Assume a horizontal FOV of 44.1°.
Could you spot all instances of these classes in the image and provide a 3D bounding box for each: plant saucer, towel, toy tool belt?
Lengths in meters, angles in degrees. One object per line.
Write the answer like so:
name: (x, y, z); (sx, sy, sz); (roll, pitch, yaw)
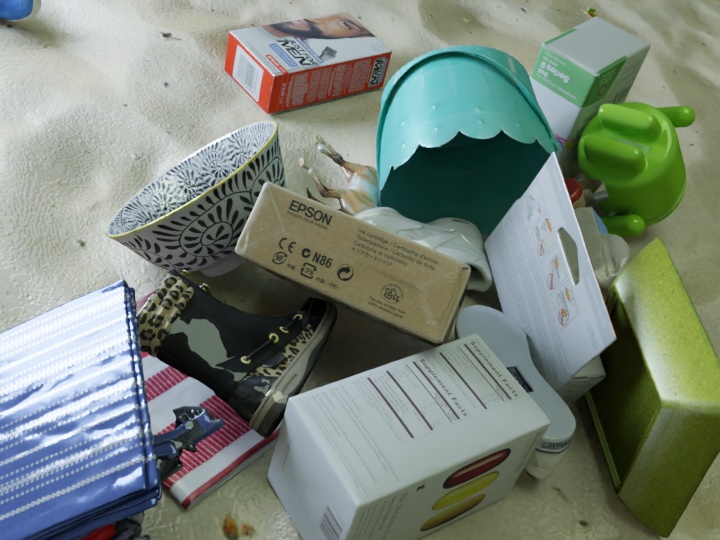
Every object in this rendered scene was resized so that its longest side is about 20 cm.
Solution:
plant saucer: (0.254, 0.108, 0.813); (0.047, 0.201, 0.201); (-1, 45, -6)
towel: (-0.166, 0.103, 0.796); (0.200, 0.023, 0.144); (40, 47, 21)
towel: (-0.219, 0.107, 0.649); (0.144, 0.024, 0.201); (-23, 48, 2)
toy tool belt: (0.250, 0.000, 1.001); (0.124, 0.123, 0.201); (-17, 36, 14)

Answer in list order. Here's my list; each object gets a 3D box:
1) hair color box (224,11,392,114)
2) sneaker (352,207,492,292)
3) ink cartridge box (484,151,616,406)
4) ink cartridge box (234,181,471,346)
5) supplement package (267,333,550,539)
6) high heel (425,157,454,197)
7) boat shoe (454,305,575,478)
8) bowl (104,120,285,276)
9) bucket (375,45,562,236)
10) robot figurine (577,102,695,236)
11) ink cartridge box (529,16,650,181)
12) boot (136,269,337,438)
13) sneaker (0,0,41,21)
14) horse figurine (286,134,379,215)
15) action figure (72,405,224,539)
hair color box: (-0.069, -0.284, 1.199); (0.199, 0.064, 0.111); (-21, 54, -36)
sneaker: (0.053, -0.013, 0.952); (0.198, 0.075, 0.100); (0, 44, -19)
ink cartridge box: (0.192, 0.014, 0.867); (0.043, 0.174, 0.202); (-1, 61, -19)
ink cartridge box: (0.000, 0.000, 0.832); (0.199, 0.165, 0.076); (23, 87, 7)
supplement package: (0.040, 0.151, 0.749); (0.199, 0.114, 0.110); (-15, 51, -31)
high heel: (0.113, -0.178, 1.128); (0.067, 0.097, 0.201); (15, 43, -5)
boat shoe: (0.141, 0.115, 0.858); (0.070, 0.070, 0.200); (-6, 37, -19)
bowl: (-0.146, -0.057, 0.891); (0.199, 0.095, 0.201); (-26, 23, 12)
bucket: (0.113, -0.140, 0.989); (0.205, 0.208, 0.136); (4, 59, -15)
robot figurine: (0.333, -0.127, 1.085); (0.115, 0.200, 0.177); (19, 80, 30)
ink cartridge box: (0.264, -0.200, 1.128); (0.087, 0.201, 0.145); (36, 46, 23)
boot: (-0.108, 0.051, 0.795); (0.150, 0.073, 0.200); (30, 29, -2)
sneaker: (-0.504, -0.344, 1.096); (0.198, 0.077, 0.111); (21, 36, 9)
horse figurine: (-0.015, -0.093, 1.022); (0.132, 0.050, 0.200); (36, 34, -6)
action figure: (-0.195, 0.154, 0.678); (0.199, 0.105, 0.194); (-26, 60, -8)
